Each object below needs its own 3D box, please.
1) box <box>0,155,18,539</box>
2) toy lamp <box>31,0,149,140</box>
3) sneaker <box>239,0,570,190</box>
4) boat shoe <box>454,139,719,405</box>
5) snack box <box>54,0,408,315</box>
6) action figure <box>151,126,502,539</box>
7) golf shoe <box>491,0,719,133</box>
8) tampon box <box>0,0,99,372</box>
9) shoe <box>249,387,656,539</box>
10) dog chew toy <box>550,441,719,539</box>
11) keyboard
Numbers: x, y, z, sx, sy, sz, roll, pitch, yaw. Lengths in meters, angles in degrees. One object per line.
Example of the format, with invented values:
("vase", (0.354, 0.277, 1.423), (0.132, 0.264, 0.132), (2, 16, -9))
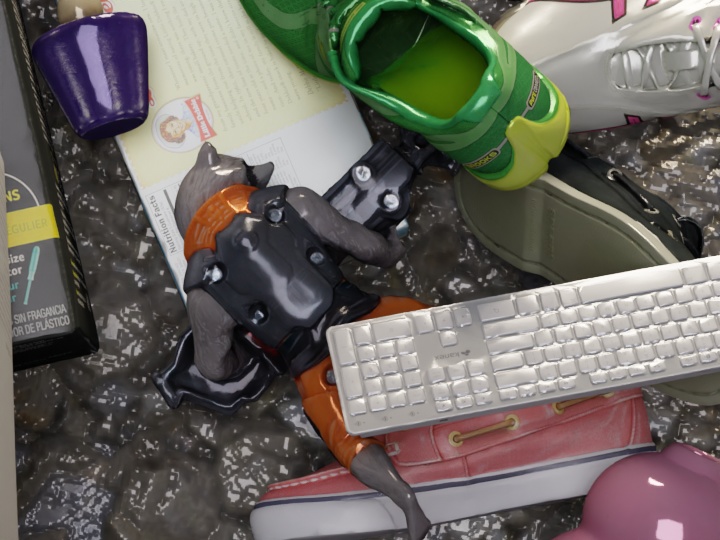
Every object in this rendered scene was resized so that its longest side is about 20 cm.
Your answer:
("box", (-0.210, 0.037, 1.088), (0.123, 0.098, 0.201), (-4, 73, -2))
("toy lamp", (-0.142, -0.161, 1.241), (0.058, 0.058, 0.201), (-14, 82, -3))
("sneaker", (0.013, -0.111, 1.196), (0.200, 0.084, 0.074), (35, 88, 36))
("boat shoe", (0.127, -0.008, 1.226), (0.066, 0.199, 0.075), (-18, 124, -31))
("snack box", (-0.068, -0.088, 1.279), (0.116, 0.037, 0.201), (-23, 85, -4))
("action figure", (0.000, 0.000, 1.199), (0.193, 0.105, 0.200), (36, 81, 13))
("golf shoe", (0.147, -0.110, 1.236), (0.199, 0.092, 0.073), (-17, 106, -16))
("tampon box", (-0.218, -0.046, 1.227), (0.149, 0.126, 0.201), (-14, 84, -3))
("shoe", (0.040, 0.074, 1.252), (0.199, 0.071, 0.092), (-9, 83, -8))
("dog chew toy", (0.116, 0.175, 1.204), (0.124, 0.125, 0.201), (23, 94, 1))
("keyboard", (0.087, 0.030, 1.131), (0.199, 0.011, 0.057), (-10, 60, -4))
